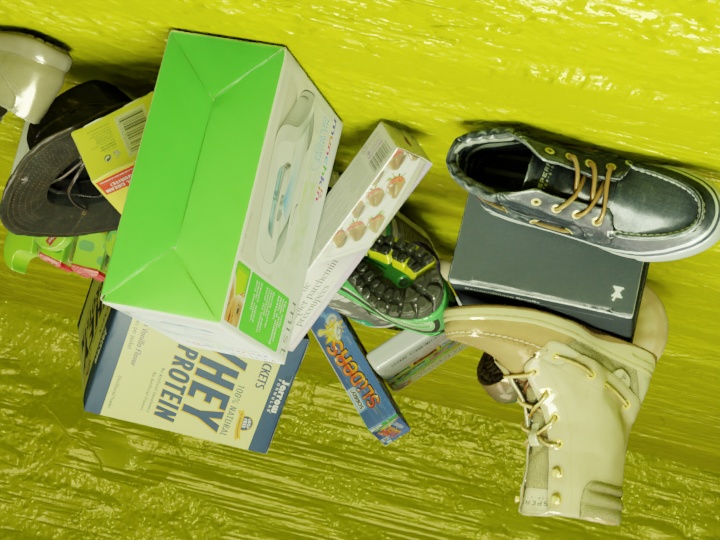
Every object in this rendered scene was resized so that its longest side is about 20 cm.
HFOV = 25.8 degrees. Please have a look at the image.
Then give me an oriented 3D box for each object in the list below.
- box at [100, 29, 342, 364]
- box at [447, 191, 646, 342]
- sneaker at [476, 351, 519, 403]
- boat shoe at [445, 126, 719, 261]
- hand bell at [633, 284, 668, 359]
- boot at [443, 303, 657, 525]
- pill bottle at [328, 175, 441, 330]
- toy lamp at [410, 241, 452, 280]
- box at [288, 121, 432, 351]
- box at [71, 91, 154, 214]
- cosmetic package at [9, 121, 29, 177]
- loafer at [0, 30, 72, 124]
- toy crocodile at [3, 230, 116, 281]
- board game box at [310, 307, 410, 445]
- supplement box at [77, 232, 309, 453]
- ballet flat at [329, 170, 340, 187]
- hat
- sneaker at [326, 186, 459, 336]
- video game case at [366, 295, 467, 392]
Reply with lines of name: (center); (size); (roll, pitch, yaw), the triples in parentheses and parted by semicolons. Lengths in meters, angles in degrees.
box: (-0.098, -0.048, 1.156); (0.096, 0.202, 0.176); (10, 169, 15)
box: (0.163, -0.008, 1.301); (0.147, 0.108, 0.200); (12, 171, 11)
sneaker: (0.158, 0.090, 1.459); (0.090, 0.067, 0.200); (51, -166, -13)
boat shoe: (0.160, -0.055, 1.134); (0.199, 0.071, 0.091); (11, 174, 30)
hand bell: (0.215, 0.063, 1.480); (0.103, 0.105, 0.200); (9, -172, 24)
boot: (0.141, 0.117, 1.255); (0.199, 0.157, 0.073); (19, 169, -29)
pill bottle: (0.006, -0.010, 1.495); (0.112, 0.114, 0.200); (9, 169, 26)
toy lamp: (0.132, 0.001, 1.455); (0.199, 0.059, 0.058); (-2, 180, -31)
box: (-0.019, -0.025, 1.239); (0.039, 0.200, 0.042); (21, -155, -36)
box: (-0.159, -0.069, 1.259); (0.075, 0.050, 0.200); (-26, 158, 1)
cosmetic package: (-0.219, -0.083, 1.494); (0.198, 0.082, 0.113); (11, 171, 6)
loafer: (-0.316, -0.153, 1.248); (0.199, 0.069, 0.076); (6, 168, 38)
toy crocodile: (-0.247, -0.015, 1.495); (0.198, 0.062, 0.067); (11, 173, 15)
board game box: (-0.018, 0.078, 1.615); (0.034, 0.201, 0.135); (-31, 165, 1)
supplement box: (-0.178, 0.065, 1.625); (0.199, 0.135, 0.200); (15, -162, -18)
ballet flat: (-0.117, -0.073, 1.392); (0.198, 0.072, 0.072); (13, 171, 8)
hat: (-0.214, -0.105, 1.292); (0.200, 0.081, 0.201); (-25, 157, -11)
sneaker: (0.000, 0.000, 1.314); (0.200, 0.078, 0.085); (36, 171, 37)
video game case: (0.103, 0.052, 1.602); (0.023, 0.199, 0.182); (56, 180, 14)
